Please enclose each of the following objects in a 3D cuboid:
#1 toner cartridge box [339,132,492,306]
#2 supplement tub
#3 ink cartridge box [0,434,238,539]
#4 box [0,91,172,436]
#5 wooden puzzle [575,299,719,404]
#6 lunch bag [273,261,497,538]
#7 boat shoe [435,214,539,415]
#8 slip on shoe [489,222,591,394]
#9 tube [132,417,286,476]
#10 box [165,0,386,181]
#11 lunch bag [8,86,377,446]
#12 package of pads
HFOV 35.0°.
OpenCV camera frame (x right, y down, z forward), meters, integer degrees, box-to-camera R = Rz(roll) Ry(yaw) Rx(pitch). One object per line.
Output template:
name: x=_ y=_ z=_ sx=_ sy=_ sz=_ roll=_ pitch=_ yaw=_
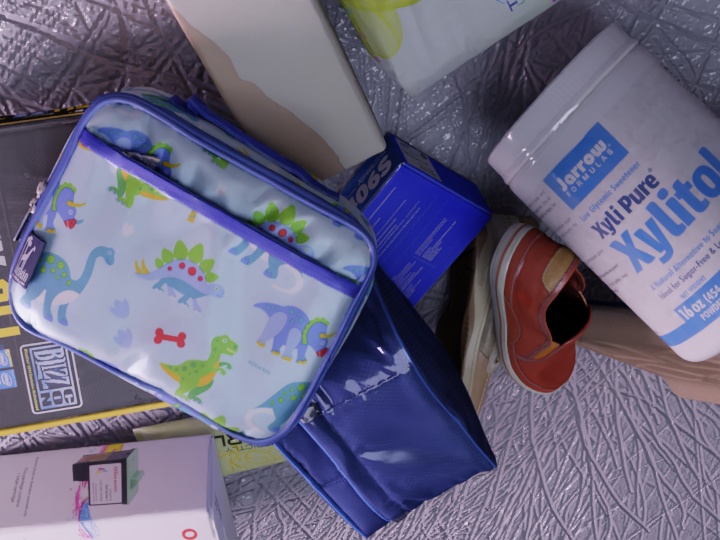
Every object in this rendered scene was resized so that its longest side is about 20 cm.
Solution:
toner cartridge box: x=0.000 y=0.000 z=0.868 sx=0.094 sy=0.043 sz=0.200 roll=27 pitch=116 yaw=-31
supplement tub: x=0.197 y=-0.051 z=0.770 sx=0.200 sy=0.132 sz=0.132 roll=44 pitch=112 yaw=4
ink cartridge box: x=-0.204 y=0.220 z=0.934 sx=0.197 sy=0.085 sz=0.146 roll=-6 pitch=130 yaw=1
box: x=-0.187 y=-0.003 z=0.744 sx=0.157 sy=0.049 sz=0.203 roll=-8 pitch=108 yaw=-6
wooden puzzle: x=0.269 y=0.063 z=0.944 sx=0.198 sy=0.184 sz=0.047 roll=26 pitch=78 yaw=-30
lunch bag: x=-0.008 y=0.087 z=0.817 sx=0.131 sy=0.137 sz=0.201 roll=-32 pitch=127 yaw=9
boat shoe: x=0.103 y=0.046 z=0.920 sx=0.063 sy=0.072 sz=0.202 roll=-3 pitch=128 yaw=-14
slip on shoe: x=0.143 y=0.040 z=0.866 sx=0.074 sy=0.061 sz=0.201 roll=-54 pitch=150 yaw=-21
tube: x=-0.083 y=0.139 z=0.954 sx=0.197 sy=0.052 sz=0.059 roll=-12 pitch=87 yaw=0
box: x=-0.062 y=-0.154 z=0.691 sx=0.077 sy=0.096 sz=0.201 roll=-25 pitch=130 yaw=5
lunch bag: x=-0.096 y=-0.007 z=0.678 sx=0.198 sy=0.083 sz=0.162 roll=31 pitch=101 yaw=-6
package of pads: x=0.039 y=-0.219 z=0.686 sx=0.153 sy=0.069 sz=0.200 roll=-32 pitch=130 yaw=8
